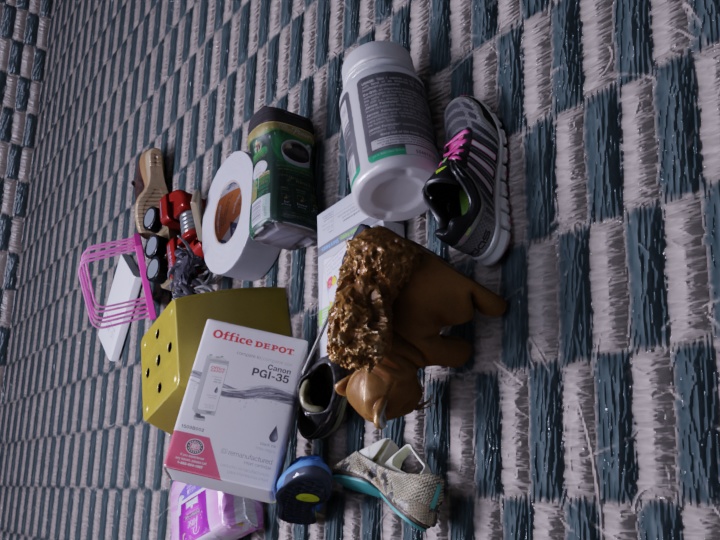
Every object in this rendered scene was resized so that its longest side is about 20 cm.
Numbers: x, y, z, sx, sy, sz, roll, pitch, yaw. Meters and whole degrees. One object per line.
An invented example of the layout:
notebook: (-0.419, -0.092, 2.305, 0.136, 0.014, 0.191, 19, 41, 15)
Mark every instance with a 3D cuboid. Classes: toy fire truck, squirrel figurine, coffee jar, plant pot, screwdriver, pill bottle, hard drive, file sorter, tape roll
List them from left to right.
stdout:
file sorter: (-0.473, 0.020, 1.664, 0.200, 0.122, 0.143, -151, 50, -72)
hard drive: (-0.538, 0.081, 1.916, 0.132, 0.026, 0.204, 40, 114, 53)
toy fire truck: (-0.312, -0.082, 1.552, 0.199, 0.127, 0.179, -36, 51, 31)
plant pot: (-0.222, 0.145, 1.281, 0.200, 0.173, 0.204, -42, 48, 42)
tape roll: (-0.190, -0.088, 1.401, 0.199, 0.065, 0.205, -23, 62, 51)
coffee jar: (-0.115, -0.139, 1.267, 0.085, 0.103, 0.205, -30, 56, 45)
screwdriver: (-0.030, 0.037, 1.068, 0.204, 0.027, 0.029, -67, -10, 9)
squirrel figurine: (0.026, 0.064, 0.902, 0.141, 0.198, 0.189, 36, 98, 46)
pill bottle: (0.033, -0.172, 1.039, 0.113, 0.111, 0.204, -41, 46, 42)

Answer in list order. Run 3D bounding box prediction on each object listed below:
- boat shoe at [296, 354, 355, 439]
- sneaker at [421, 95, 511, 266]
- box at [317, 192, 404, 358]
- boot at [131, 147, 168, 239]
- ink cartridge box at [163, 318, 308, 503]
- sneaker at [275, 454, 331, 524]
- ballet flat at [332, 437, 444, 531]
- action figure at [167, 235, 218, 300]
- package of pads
boat shoe: (-0.050, 0.155, 1.088, 0.074, 0.064, 0.202, 57, 141, 27)
sneaker: (0.109, -0.107, 0.930, 0.073, 0.086, 0.205, -29, 57, 49)
box: (0.000, 0.000, 1.108, 0.155, 0.040, 0.205, -27, 60, 51)
boot: (-0.457, -0.153, 1.847, 0.166, 0.071, 0.205, 156, 119, -65)
ink cartridge box: (-0.157, 0.180, 1.115, 0.083, 0.143, 0.204, 99, -178, -64)
sneaker: (-0.070, 0.255, 1.066, 0.201, 0.064, 0.080, 106, 173, -61)
ballet flat: (0.036, 0.230, 0.967, 0.199, 0.067, 0.076, 3, 63, 63)
action figure: (-0.281, 0.038, 1.471, 0.119, 0.100, 0.204, -121, 34, -53)
package of pads: (-0.221, 0.356, 1.307, 0.199, 0.074, 0.123, -39, 49, 45)
